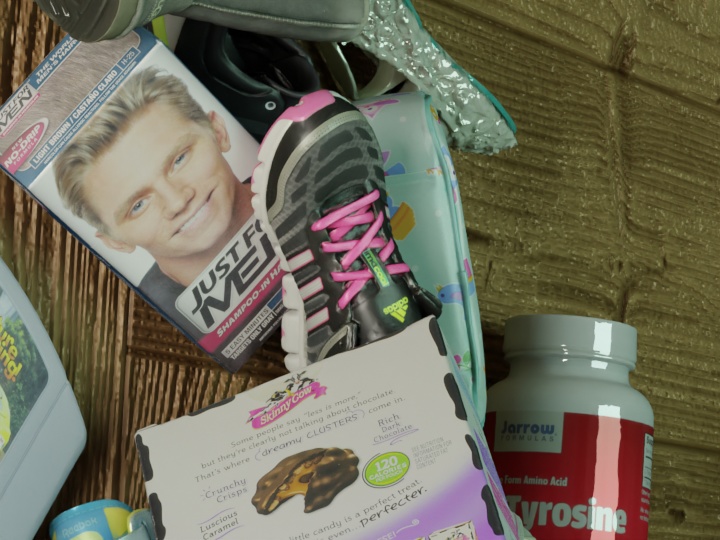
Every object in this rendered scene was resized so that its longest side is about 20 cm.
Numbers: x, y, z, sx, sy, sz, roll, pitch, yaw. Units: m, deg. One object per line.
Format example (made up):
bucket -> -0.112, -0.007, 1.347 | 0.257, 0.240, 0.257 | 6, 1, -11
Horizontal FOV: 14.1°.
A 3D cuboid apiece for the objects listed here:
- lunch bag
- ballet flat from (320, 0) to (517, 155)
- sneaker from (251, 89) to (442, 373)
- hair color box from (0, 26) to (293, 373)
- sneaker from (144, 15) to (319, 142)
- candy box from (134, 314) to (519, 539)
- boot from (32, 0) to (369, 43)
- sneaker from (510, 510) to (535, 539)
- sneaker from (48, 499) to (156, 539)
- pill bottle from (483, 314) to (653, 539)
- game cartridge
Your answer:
lunch bag -> 0.023, 0.000, 1.657 | 0.160, 0.077, 0.201 | -99, 180, -83
ballet flat -> 0.021, -0.118, 1.735 | 0.200, 0.072, 0.072 | 47, 51, -44
sneaker -> 0.000, 0.000, 1.494 | 0.074, 0.087, 0.201 | -27, 132, -26
hair color box -> -0.098, -0.040, 1.492 | 0.100, 0.060, 0.200 | -49, 137, -3
sneaker -> -0.058, -0.081, 1.574 | 0.072, 0.083, 0.200 | -57, 135, -41
candy box -> -0.009, 0.139, 1.417 | 0.200, 0.167, 0.072 | -106, 172, -45
boot -> -0.105, -0.177, 1.442 | 0.200, 0.073, 0.182 | -17, 63, -51
sneaker -> 0.050, 0.149, 1.581 | 0.200, 0.088, 0.082 | 54, 45, -42
sneaker -> -0.119, 0.189, 1.430 | 0.200, 0.079, 0.131 | -109, 178, -71
pill bottle -> 0.127, 0.133, 1.833 | 0.112, 0.112, 0.201 | 18, 73, -56
game cartridge -> -0.202, 0.054, 1.386 | 0.200, 0.041, 0.133 | 61, 37, -36
